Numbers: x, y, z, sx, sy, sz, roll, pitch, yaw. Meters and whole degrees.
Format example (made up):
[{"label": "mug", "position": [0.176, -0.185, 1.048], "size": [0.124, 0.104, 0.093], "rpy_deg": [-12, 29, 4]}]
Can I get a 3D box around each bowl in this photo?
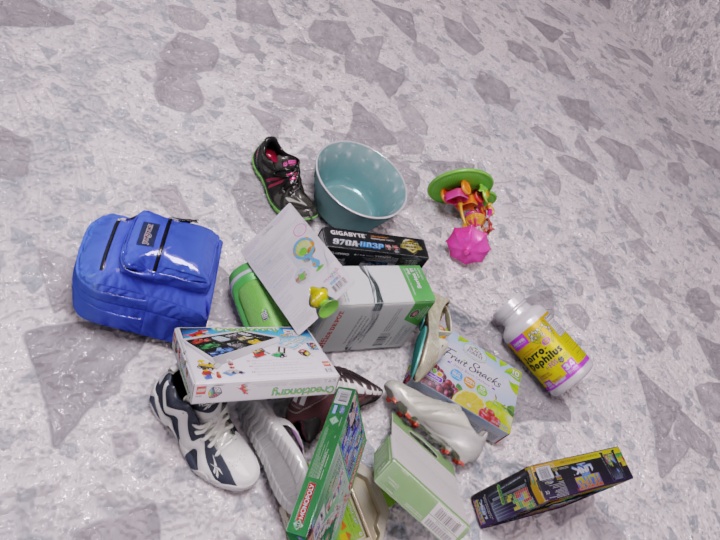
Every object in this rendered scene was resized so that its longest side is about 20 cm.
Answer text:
[{"label": "bowl", "position": [-0.015, -0.154, 1.168], "size": [0.199, 0.105, 0.202], "rpy_deg": [14, 51, -19]}]

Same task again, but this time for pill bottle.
[{"label": "pill bottle", "position": [0.357, 0.142, 1.152], "size": [0.104, 0.104, 0.200], "rpy_deg": [-29, 73, -40]}]

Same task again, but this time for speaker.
[{"label": "speaker", "position": [-0.145, 0.085, 0.931], "size": [0.088, 0.089, 0.201], "rpy_deg": [-10, 62, -34]}]

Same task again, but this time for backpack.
[{"label": "backpack", "position": [-0.314, -0.004, 0.854], "size": [0.198, 0.168, 0.163], "rpy_deg": [13, 44, -15]}]

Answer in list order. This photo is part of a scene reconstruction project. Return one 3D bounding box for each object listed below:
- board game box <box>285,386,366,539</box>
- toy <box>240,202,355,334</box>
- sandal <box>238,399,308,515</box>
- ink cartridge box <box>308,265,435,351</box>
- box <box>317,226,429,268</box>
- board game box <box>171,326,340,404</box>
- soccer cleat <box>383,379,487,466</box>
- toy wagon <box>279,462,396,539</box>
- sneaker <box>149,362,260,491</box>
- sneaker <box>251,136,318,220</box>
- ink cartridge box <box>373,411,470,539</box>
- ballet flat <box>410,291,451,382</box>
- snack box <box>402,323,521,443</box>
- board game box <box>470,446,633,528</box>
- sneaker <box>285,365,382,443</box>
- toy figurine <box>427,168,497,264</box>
[{"label": "board game box", "position": [-0.038, 0.277, 0.763], "size": [0.029, 0.135, 0.201], "rpy_deg": [8, 46, 15]}, {"label": "toy", "position": [-0.095, -0.001, 0.903], "size": [0.200, 0.115, 0.047], "rpy_deg": [50, 4, 36]}, {"label": "sandal", "position": [-0.108, 0.249, 0.815], "size": [0.050, 0.083, 0.203], "rpy_deg": [-2, 44, -44]}, {"label": "ink cartridge box", "position": [0.004, 0.065, 0.985], "size": [0.198, 0.147, 0.084], "rpy_deg": [0, 52, -30]}, {"label": "box", "position": [0.000, 0.000, 1.024], "size": [0.198, 0.159, 0.046], "rpy_deg": [5, 51, -25]}, {"label": "board game box", "position": [-0.142, 0.122, 0.780], "size": [0.198, 0.035, 0.126], "rpy_deg": [3, 25, -30]}, {"label": "soccer cleat", "position": [0.125, 0.242, 0.968], "size": [0.200, 0.069, 0.078], "rpy_deg": [41, 74, -3]}, {"label": "toy wagon", "position": [-0.015, 0.345, 0.840], "size": [0.198, 0.040, 0.156], "rpy_deg": [-8, 61, -34]}, {"label": "sneaker", "position": [-0.202, 0.204, 0.780], "size": [0.079, 0.130, 0.199], "rpy_deg": [-30, 74, -39]}, {"label": "sneaker", "position": [-0.149, -0.179, 1.127], "size": [0.076, 0.084, 0.201], "rpy_deg": [-23, 70, -38]}, {"label": "ink cartridge box", "position": [0.087, 0.306, 0.871], "size": [0.145, 0.048, 0.200], "rpy_deg": [42, 4, -2]}, {"label": "ballet flat", "position": [0.130, 0.112, 1.009], "size": [0.062, 0.068, 0.201], "rpy_deg": [16, 45, -2]}, {"label": "snack box", "position": [0.187, 0.199, 1.048], "size": [0.199, 0.053, 0.143], "rpy_deg": [31, 46, -3]}, {"label": "board game box", "position": [0.304, 0.349, 0.925], "size": [0.198, 0.166, 0.057], "rpy_deg": [0, 55, -28]}, {"label": "sneaker", "position": [-0.050, 0.214, 0.905], "size": [0.075, 0.116, 0.199], "rpy_deg": [25, 1, 40]}, {"label": "toy figurine", "position": [0.245, -0.099, 1.281], "size": [0.199, 0.149, 0.186], "rpy_deg": [21, 58, -46]}]
